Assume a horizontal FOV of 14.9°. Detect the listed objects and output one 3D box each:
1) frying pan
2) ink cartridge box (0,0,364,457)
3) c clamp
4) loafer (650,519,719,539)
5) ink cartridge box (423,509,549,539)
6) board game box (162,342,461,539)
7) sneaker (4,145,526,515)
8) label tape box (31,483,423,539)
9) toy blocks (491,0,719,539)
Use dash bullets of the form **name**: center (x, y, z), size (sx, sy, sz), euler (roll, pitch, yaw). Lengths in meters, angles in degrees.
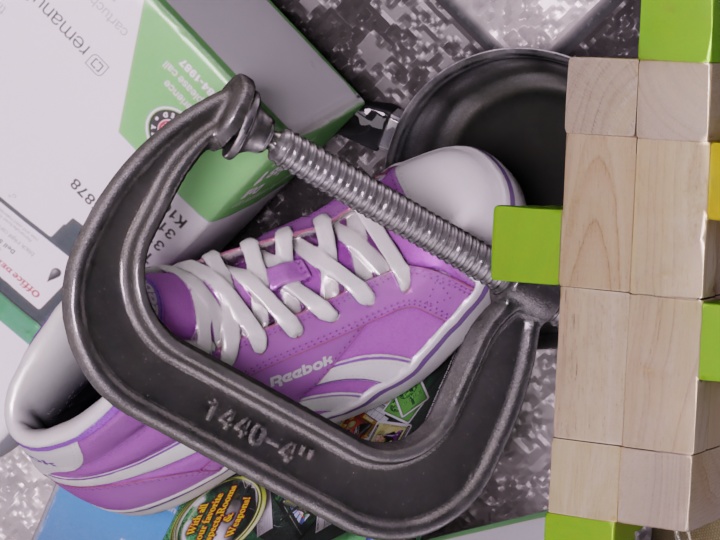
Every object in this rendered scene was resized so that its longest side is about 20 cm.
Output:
- **frying pan**: center (0.029, -0.030, 1.043), size (0.190, 0.031, 0.115), euler (4, 106, 23)
- **ink cartridge box**: center (-0.122, -0.042, 1.038), size (0.146, 0.084, 0.200), euler (46, 115, 3)
- **c clamp**: center (0.000, 0.000, 0.954), size (0.200, 0.027, 0.171), euler (24, 83, -22)
- **loafer**: center (0.132, 0.131, 1.042), size (0.067, 0.076, 0.200), euler (-15, 102, 11)
- **ink cartridge box**: center (0.059, 0.194, 1.008), size (0.145, 0.088, 0.200), euler (-17, 125, 33)
- **board game box**: center (-0.025, 0.095, 1.000), size (0.105, 0.200, 0.023), euler (-4, 133, 33)
- **sneaker**: center (-0.035, 0.015, 0.978), size (0.200, 0.114, 0.073), euler (-37, 64, 3)
- **label tape box**: center (-0.078, 0.169, 1.113), size (0.143, 0.066, 0.200), euler (26, 113, 4)
- **toy blocks**: center (0.118, 0.003, 0.947), size (0.100, 0.137, 0.200), euler (5, 96, 28)
